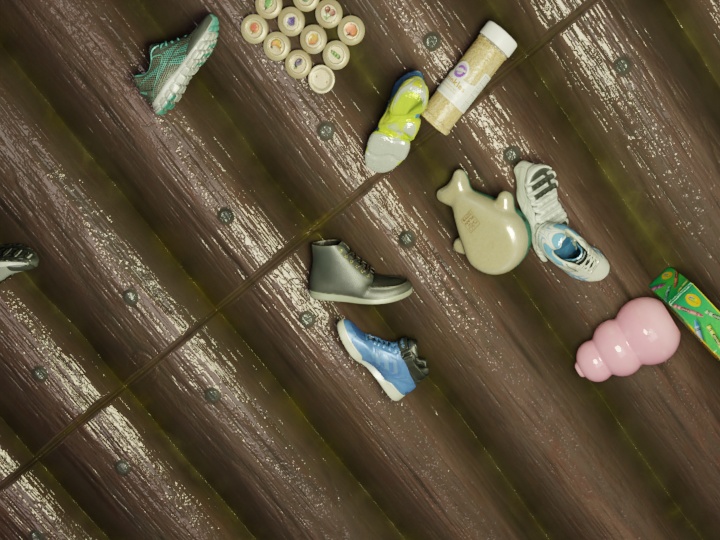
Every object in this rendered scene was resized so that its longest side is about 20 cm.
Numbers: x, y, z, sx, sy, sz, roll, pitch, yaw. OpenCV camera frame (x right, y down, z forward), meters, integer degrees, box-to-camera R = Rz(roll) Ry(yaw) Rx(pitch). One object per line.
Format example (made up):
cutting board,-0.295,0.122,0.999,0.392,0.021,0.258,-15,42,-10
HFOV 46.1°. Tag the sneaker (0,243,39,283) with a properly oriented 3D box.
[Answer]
sneaker,-0.694,0.004,1.597,0.195,0.074,0.081,-10,113,10

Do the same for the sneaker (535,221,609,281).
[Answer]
sneaker,0.393,-0.024,1.532,0.198,0.073,0.073,27,102,-36

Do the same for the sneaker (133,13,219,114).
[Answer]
sneaker,-0.328,-0.378,1.491,0.091,0.078,0.201,39,100,-4

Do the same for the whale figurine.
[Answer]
whale figurine,0.229,-0.092,1.544,0.201,0.103,0.160,50,127,12

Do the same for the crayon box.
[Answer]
crayon box,0.633,0.093,1.560,0.200,0.119,0.058,44,101,-9

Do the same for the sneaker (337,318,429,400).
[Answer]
sneaker,0.051,0.146,1.605,0.110,0.077,0.201,-37,105,15

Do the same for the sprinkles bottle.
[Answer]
sprinkles bottle,0.189,-0.337,1.490,0.068,0.068,0.201,37,102,-8

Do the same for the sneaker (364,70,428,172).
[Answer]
sneaker,0.070,-0.270,1.513,0.074,0.106,0.201,25,133,-11

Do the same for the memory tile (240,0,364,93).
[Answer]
memory tile,-0.103,-0.427,1.501,0.198,0.017,0.155,35,102,-7

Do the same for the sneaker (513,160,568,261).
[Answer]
sneaker,0.326,-0.111,1.544,0.074,0.081,0.203,-26,122,-14

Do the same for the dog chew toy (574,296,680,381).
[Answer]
dog chew toy,0.491,0.138,1.578,0.198,0.125,0.126,-34,101,17

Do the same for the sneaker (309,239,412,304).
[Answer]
sneaker,0.000,0.000,1.572,0.194,0.075,0.109,1,106,2
